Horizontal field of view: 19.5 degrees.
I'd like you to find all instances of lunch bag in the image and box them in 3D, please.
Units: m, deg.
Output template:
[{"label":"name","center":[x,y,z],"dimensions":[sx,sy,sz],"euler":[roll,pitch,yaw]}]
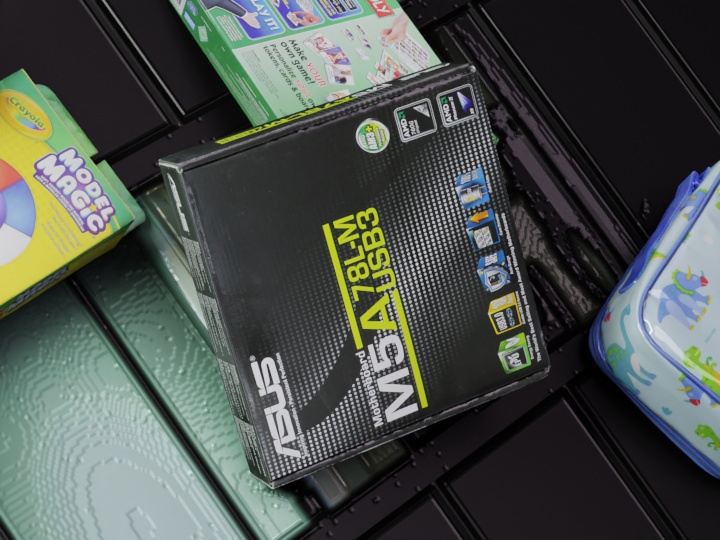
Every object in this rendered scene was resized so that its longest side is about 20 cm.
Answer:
[{"label":"lunch bag","center":[0.252,0.025,1.390],"dimensions":[0.161,0.082,0.200],"euler":[40,56,-5]}]

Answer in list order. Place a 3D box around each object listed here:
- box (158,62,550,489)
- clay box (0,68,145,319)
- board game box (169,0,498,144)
[{"label":"box","center":[0.000,0.000,1.229],"dimensions":[0.192,0.047,0.201],"euler":[-20,104,-21]},{"label":"clay box","center":[-0.221,-0.032,1.206],"dimensions":[0.200,0.048,0.115],"euler":[-36,86,-33]},{"label":"board game box","center":[-0.020,-0.132,1.331],"dimensions":[0.134,0.029,0.201],"euler":[-17,60,-32]}]
